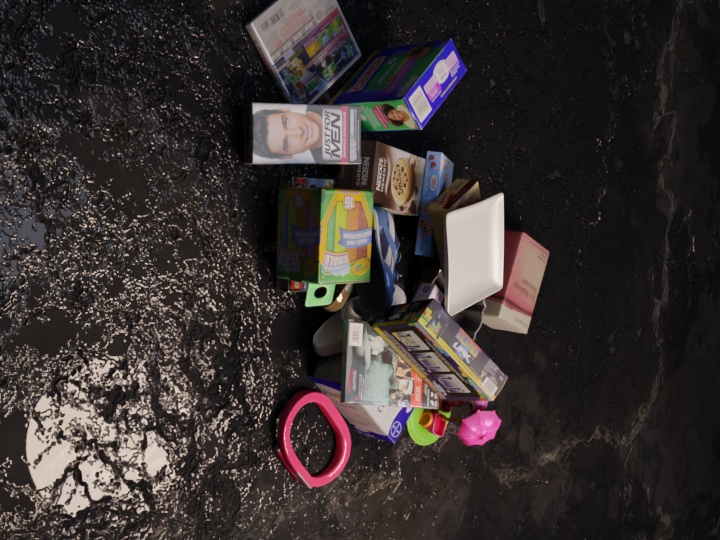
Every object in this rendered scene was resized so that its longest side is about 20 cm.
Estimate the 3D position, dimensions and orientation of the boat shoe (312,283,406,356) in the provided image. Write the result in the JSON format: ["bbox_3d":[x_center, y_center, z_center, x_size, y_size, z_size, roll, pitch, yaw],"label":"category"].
[{"bbox_3d":[-0.011,0.082,1.564,0.198,0.071,0.069,-35,153,2],"label":"boat shoe"}]

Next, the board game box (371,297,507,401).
[{"bbox_3d":[0.135,0.141,1.480,0.200,0.165,0.057,47,67,-15],"label":"board game box"}]

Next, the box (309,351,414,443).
[{"bbox_3d":[0.029,0.197,1.651,0.201,0.104,0.185,52,60,-35],"label":"box"}]

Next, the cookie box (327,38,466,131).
[{"bbox_3d":[0.065,-0.333,1.551,0.172,0.198,0.076,-53,126,-27],"label":"cookie box"}]

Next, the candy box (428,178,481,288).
[{"bbox_3d":[0.202,-0.065,1.697,0.115,0.055,0.203,-43,129,-38],"label":"candy box"}]

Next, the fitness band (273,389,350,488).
[{"bbox_3d":[-0.089,0.318,1.600,0.144,0.037,0.202,-51,128,-31],"label":"fitness band"}]

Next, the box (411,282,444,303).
[{"bbox_3d":[0.096,0.118,1.608,0.041,0.038,0.202,47,62,-38],"label":"box"}]

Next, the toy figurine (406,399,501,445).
[{"bbox_3d":[0.217,0.288,1.795,0.149,0.182,0.203,33,72,-42],"label":"toy figurine"}]

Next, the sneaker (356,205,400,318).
[{"bbox_3d":[0.037,-0.018,1.511,0.081,0.073,0.205,-2,88,-50],"label":"sneaker"}]

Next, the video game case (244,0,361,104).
[{"bbox_3d":[-0.096,-0.406,1.506,0.201,0.023,0.184,-49,126,-30],"label":"video game case"}]

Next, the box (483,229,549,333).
[{"bbox_3d":[0.330,0.024,1.925,0.127,0.108,0.204,27,76,-43],"label":"box"}]

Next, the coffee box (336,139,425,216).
[{"bbox_3d":[0.041,-0.172,1.600,0.199,0.079,0.116,5,92,-59],"label":"coffee box"}]

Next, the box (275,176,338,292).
[{"bbox_3d":[-0.088,-0.066,1.544,0.135,0.039,0.205,-2,96,-46],"label":"box"}]

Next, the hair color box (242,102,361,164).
[{"bbox_3d":[-0.098,-0.231,1.453,0.196,0.060,0.101,-3,98,-23],"label":"hair color box"}]

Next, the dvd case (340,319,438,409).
[{"bbox_3d":[0.057,0.171,1.540,0.197,0.022,0.149,8,79,-29],"label":"dvd case"}]

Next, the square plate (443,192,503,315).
[{"bbox_3d":[0.217,-0.035,1.657,0.197,0.028,0.204,-22,116,-46],"label":"square plate"}]

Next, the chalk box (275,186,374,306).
[{"bbox_3d":[-0.062,-0.039,1.458,0.123,0.122,0.205,-4,98,-43],"label":"chalk box"}]

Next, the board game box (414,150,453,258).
[{"bbox_3d":[0.151,-0.129,1.732,0.151,0.036,0.205,4,92,-75],"label":"board game box"}]

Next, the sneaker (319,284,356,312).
[{"bbox_3d":[0.000,0.000,1.567,0.090,0.066,0.203,40,63,-37],"label":"sneaker"}]

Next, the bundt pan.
[{"bbox_3d":[0.178,0.068,1.801,0.200,0.075,0.206,-8,102,-44],"label":"bundt pan"}]
